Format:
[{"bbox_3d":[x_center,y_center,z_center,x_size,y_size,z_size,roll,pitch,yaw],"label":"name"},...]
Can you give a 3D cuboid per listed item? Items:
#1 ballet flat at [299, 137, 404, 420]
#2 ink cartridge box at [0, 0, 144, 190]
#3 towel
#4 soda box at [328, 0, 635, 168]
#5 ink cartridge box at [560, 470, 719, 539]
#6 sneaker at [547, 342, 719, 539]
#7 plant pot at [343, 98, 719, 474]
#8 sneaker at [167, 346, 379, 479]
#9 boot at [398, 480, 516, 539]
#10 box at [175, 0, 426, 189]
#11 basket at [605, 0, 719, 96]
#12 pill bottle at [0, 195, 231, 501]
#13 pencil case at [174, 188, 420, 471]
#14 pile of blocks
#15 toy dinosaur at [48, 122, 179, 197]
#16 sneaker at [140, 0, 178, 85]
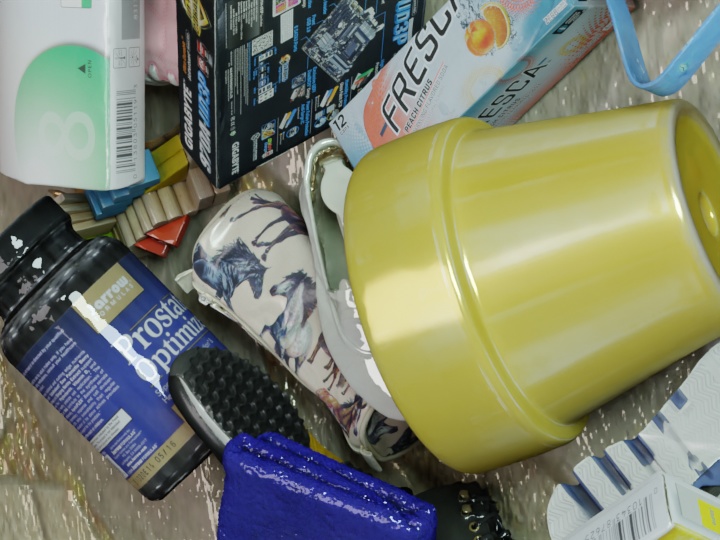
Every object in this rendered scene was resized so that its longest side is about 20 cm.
[{"bbox_3d":[0.000,0.000,1.440,0.069,0.069,0.201,-45,48,33],"label":"ballet flat"},{"bbox_3d":[-0.236,-0.143,1.580,0.199,0.050,0.162,6,101,29],"label":"ink cartridge box"},{"bbox_3d":[-0.021,0.199,1.440,0.147,0.050,0.201,19,129,19],"label":"towel"},{"bbox_3d":[0.071,-0.124,1.414,0.200,0.068,0.064,-44,67,35],"label":"soda box"},{"bbox_3d":[0.172,0.204,1.278,0.198,0.199,0.047,-42,34,35],"label":"ink cartridge box"},{"bbox_3d":[0.204,0.114,1.319,0.199,0.115,0.081,-35,59,4],"label":"sneaker"},{"bbox_3d":[0.118,-0.005,1.319,0.188,0.200,0.202,-19,81,23],"label":"plant pot"},{"bbox_3d":[-0.063,0.138,1.500,0.200,0.070,0.090,42,127,-13],"label":"sneaker"},{"bbox_3d":[0.097,0.184,1.421,0.199,0.077,0.139,-19,77,39],"label":"boot"},{"bbox_3d":[-0.034,-0.152,1.389,0.046,0.158,0.200,50,159,24],"label":"box"},{"bbox_3d":[0.184,-0.217,1.254,0.176,0.138,0.201,-46,38,33],"label":"basket"},{"bbox_3d":[-0.171,0.050,1.564,0.200,0.112,0.112,45,124,-2],"label":"pill bottle"},{"bbox_3d":[-0.028,0.038,1.505,0.090,0.078,0.200,-47,61,2],"label":"pencil case"},{"bbox_3d":[-0.166,-0.031,1.616,0.200,0.082,0.063,-34,72,36],"label":"pile of blocks"},{"bbox_3d":[-0.209,-0.089,1.651,0.198,0.061,0.107,14,146,8],"label":"toy dinosaur"},{"bbox_3d":[-0.104,-0.143,1.563,0.201,0.075,0.105,54,129,24],"label":"sneaker"}]
